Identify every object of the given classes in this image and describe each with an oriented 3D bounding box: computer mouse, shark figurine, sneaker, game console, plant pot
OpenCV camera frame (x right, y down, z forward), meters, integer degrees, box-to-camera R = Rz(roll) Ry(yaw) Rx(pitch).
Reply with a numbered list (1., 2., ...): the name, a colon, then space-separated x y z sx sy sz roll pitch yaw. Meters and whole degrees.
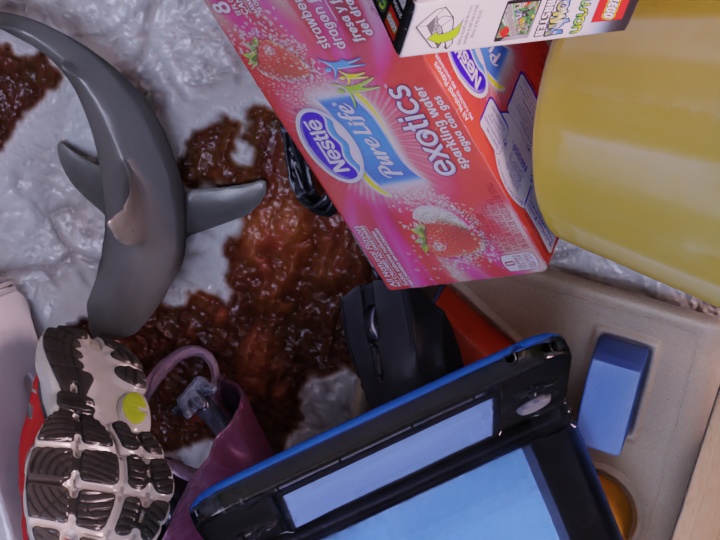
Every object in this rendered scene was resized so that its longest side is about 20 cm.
1. computer mouse: 0.000 0.000 1.209 0.058 0.034 0.201 -19 97 41
2. shark figurine: -0.136 -0.057 1.208 0.127 0.090 0.215 -17 114 20
3. sneaker: -0.144 0.112 1.208 0.077 0.200 0.085 15 118 -13
4. game console: 0.033 0.137 1.160 0.199 0.171 0.119 -25 74 -4
5. plant pot: 0.190 -0.060 1.075 0.188 0.201 0.202 11 121 26

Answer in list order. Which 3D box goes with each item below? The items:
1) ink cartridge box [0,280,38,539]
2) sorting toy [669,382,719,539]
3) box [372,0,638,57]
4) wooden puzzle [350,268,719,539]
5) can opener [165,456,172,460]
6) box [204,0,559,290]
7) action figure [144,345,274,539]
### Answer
1. ink cartridge box: -0.274 0.102 1.307 0.199 0.084 0.146 -13 96 20
2. sorting toy: 0.264 0.147 1.228 0.197 0.070 0.201 16 121 5
3. box: 0.036 -0.183 1.017 0.109 0.201 0.035 -8 145 -21
4. wooden puzzle: 0.093 0.088 1.252 0.199 0.046 0.186 14 120 6
5. can opener: -0.193 0.155 1.355 0.199 0.053 0.067 -30 108 25
6. box: 0.022 -0.096 1.103 0.095 0.100 0.200 -8 132 32
7. action figure: -0.048 0.158 1.278 0.200 0.149 0.134 41 91 -29
